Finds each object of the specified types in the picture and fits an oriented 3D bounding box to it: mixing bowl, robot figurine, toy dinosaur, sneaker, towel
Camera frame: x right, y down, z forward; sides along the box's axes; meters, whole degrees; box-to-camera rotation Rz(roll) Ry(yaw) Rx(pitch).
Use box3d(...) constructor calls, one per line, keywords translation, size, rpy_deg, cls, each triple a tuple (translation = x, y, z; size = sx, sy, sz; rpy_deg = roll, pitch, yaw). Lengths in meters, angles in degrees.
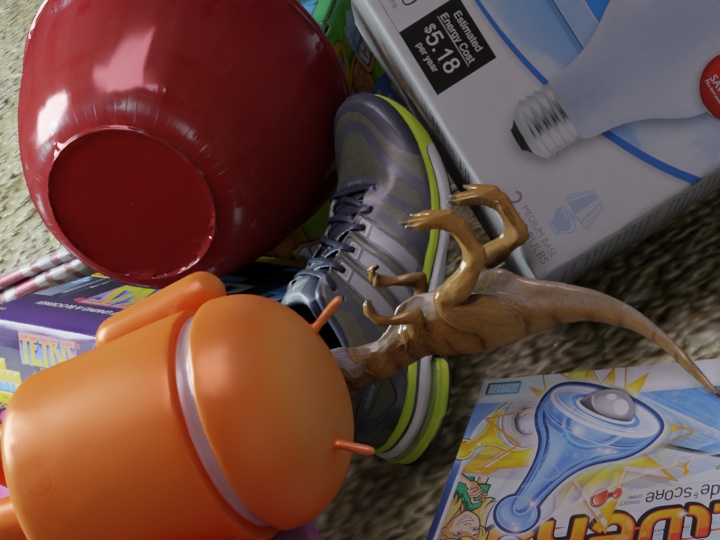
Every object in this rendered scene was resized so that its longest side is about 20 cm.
box3d(translation=(-0.111, -0.065, 0.985), size=(0.198, 0.201, 0.109), rpy_deg=(-15, 29, 24), cls="mixing bowl")
box3d(translation=(-0.087, 0.084, 0.844), size=(0.198, 0.117, 0.144), rpy_deg=(-23, 18, 18), cls="robot figurine")
box3d(translation=(0.068, 0.015, 0.875), size=(0.198, 0.107, 0.060), rpy_deg=(-10, 15, 19), cls="toy dinosaur")
box3d(translation=(0.000, 0.000, 0.944), size=(0.074, 0.080, 0.202), rpy_deg=(-24, 64, 52), cls="sneaker")
box3d(translation=(-0.178, -0.006, 1.179), size=(0.198, 0.030, 0.146), rpy_deg=(-23, 2, 17), cls="towel")

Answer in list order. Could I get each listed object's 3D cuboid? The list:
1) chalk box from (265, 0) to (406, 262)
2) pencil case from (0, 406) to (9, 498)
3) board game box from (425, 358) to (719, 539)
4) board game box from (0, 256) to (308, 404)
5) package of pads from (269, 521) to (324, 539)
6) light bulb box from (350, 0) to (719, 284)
box3d(translation=(-0.045, -0.106, 1.097), size=(0.124, 0.201, 0.125), rpy_deg=(-12, 38, 27), cls="chalk box")
box3d(translation=(-0.156, 0.133, 0.986), size=(0.198, 0.091, 0.094), rpy_deg=(2, 37, 38), cls="pencil case")
box3d(translation=(0.132, 0.103, 0.835), size=(0.198, 0.035, 0.136), rpy_deg=(-8, 40, 32), cls="board game box")
box3d(translation=(-0.101, 0.037, 1.027), size=(0.199, 0.057, 0.164), rpy_deg=(6, 18, 43), cls="board game box")
box3d(translation=(-0.026, 0.205, 0.797), size=(0.120, 0.076, 0.200), rpy_deg=(-38, 34, -5), cls="package of pads")
box3d(translation=(0.125, -0.120, 0.957), size=(0.199, 0.199, 0.125), rpy_deg=(-32, -6, -1), cls="light bulb box")
